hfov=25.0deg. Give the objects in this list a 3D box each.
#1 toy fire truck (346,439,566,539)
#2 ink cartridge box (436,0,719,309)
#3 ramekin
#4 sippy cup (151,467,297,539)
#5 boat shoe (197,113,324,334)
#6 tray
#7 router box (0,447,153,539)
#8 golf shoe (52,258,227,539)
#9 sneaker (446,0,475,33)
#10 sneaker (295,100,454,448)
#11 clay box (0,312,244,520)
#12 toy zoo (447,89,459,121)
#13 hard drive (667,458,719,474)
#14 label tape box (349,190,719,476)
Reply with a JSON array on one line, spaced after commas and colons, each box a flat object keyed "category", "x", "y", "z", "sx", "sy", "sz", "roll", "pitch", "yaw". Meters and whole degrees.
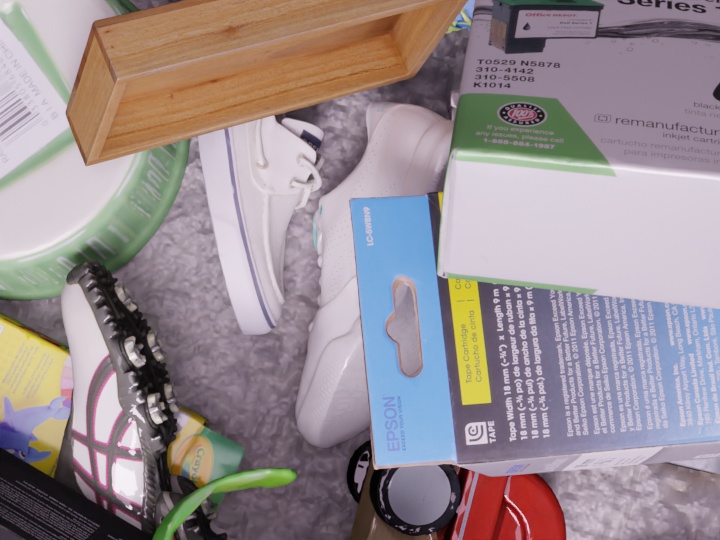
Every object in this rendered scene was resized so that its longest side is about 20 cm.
[{"category": "toy fire truck", "x": 0.082, "y": 0.194, "z": 0.892, "sx": 0.199, "sy": 0.129, "sz": 0.177, "roll": 17, "pitch": 85, "yaw": -10}, {"category": "ink cartridge box", "x": 0.122, "y": -0.082, "z": 0.821, "sx": 0.145, "sy": 0.085, "sz": 0.201, "roll": 6, "pitch": 42, "yaw": 5}, {"category": "ramekin", "x": -0.199, "y": -0.086, "z": 0.911, "sx": 0.199, "sy": 0.098, "sz": 0.201, "roll": 0, "pitch": 86, "yaw": -1}, {"category": "sippy cup", "x": -0.029, "y": 0.193, "z": 0.775, "sx": 0.130, "sy": 0.140, "sz": 0.179, "roll": -10, "pitch": 112, "yaw": -25}, {"category": "boat shoe", "x": -0.054, "y": -0.065, "z": 0.930, "sx": 0.069, "sy": 0.071, "sz": 0.201, "roll": -8, "pitch": 79, "yaw": 1}, {"category": "tray", "x": -0.048, "y": -0.114, "z": 0.840, "sx": 0.199, "sy": 0.099, "sz": 0.037, "roll": -19, "pitch": 76, "yaw": -24}, {"category": "router box", "x": -0.213, "y": 0.166, "z": 0.857, "sx": 0.199, "sy": 0.052, "sz": 0.158, "roll": 27, "pitch": 120, "yaw": 14}, {"category": "golf shoe", "x": -0.135, "y": 0.096, "z": 0.865, "sx": 0.088, "sy": 0.077, "sz": 0.201, "roll": -18, "pitch": 88, "yaw": 6}, {"category": "sneaker", "x": 0.070, "y": -0.162, "z": 0.944, "sx": 0.200, "sy": 0.076, "sz": 0.105, "roll": 39, "pitch": 102, "yaw": 5}, {"category": "sneaker", "x": 0.000, "y": 0.000, "z": 0.931, "sx": 0.088, "sy": 0.075, "sz": 0.201, "roll": 28, "pitch": 99, "yaw": 32}, {"category": "clay box", "x": -0.176, "y": 0.104, "z": 0.923, "sx": 0.199, "sy": 0.048, "sz": 0.115, "roll": 28, "pitch": 86, "yaw": -1}, {"category": "toy zoo", "x": 0.114, "y": -0.033, "z": 0.952, "sx": 0.130, "sy": 0.020, "sz": 0.201, "roll": 3, "pitch": 86, "yaw": -1}, {"category": "hard drive", "x": 0.156, "y": 0.002, "z": 0.923, "sx": 0.139, "sy": 0.033, "sz": 0.201, "roll": 13, "pitch": 85, "yaw": 0}, {"category": "label tape box", "x": 0.096, "y": 0.031, "z": 0.855, "sx": 0.199, "sy": 0.063, "sz": 0.145, "roll": -4, "pitch": 76, "yaw": -6}]
